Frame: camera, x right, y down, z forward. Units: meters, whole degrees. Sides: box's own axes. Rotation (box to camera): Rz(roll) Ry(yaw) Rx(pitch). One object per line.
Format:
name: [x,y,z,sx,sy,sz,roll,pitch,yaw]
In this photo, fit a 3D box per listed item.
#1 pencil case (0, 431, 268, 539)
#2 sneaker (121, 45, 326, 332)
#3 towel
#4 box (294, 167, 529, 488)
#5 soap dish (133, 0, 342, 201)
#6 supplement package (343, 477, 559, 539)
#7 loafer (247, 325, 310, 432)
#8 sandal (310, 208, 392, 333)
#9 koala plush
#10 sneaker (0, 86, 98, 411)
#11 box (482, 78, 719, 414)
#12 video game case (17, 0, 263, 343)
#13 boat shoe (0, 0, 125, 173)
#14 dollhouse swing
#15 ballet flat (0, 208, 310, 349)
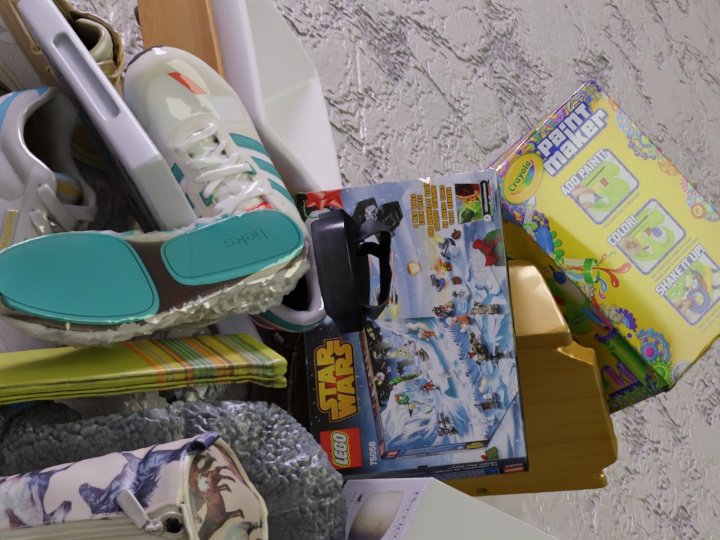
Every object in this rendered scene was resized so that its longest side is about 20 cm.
pencil case: [-0.152,0.132,1.089,0.089,0.200,0.078,30,52,-65]
sneaker: [-0.073,-0.048,1.323,0.200,0.070,0.093,63,-14,-15]
towel: [-0.145,0.055,1.173,0.086,0.200,0.018,-156,-116,-69]
box: [0.032,0.039,1.414,0.040,0.137,0.200,69,16,-68]
soap dish: [-0.081,-0.109,1.490,0.200,0.081,0.158,49,27,-63]
supplement package: [0.048,0.212,1.199,0.150,0.200,0.152,27,79,-9]
loafer: [-0.031,0.068,1.486,0.073,0.071,0.200,34,40,-45]
sandal: [0.000,0.001,1.306,0.200,0.043,0.076,-71,150,-86]
koala plush: [-0.091,0.131,1.241,0.200,0.183,0.178,-67,140,-81]
sneaker: [-0.196,-0.016,1.252,0.076,0.081,0.200,28,46,-53]
box: [0.159,-0.005,1.574,0.193,0.200,0.122,47,71,-2]
video game case: [-0.130,-0.050,1.310,0.182,0.024,0.200,52,-9,41]
boat shoe: [-0.186,-0.132,1.381,0.200,0.066,0.074,40,34,-43]
dollhouse swing: [0.088,0.038,1.573,0.200,0.181,0.176,70,20,-50]
ballet flat: [-0.117,0.014,1.188,0.200,0.072,0.072,-9,73,-31]
